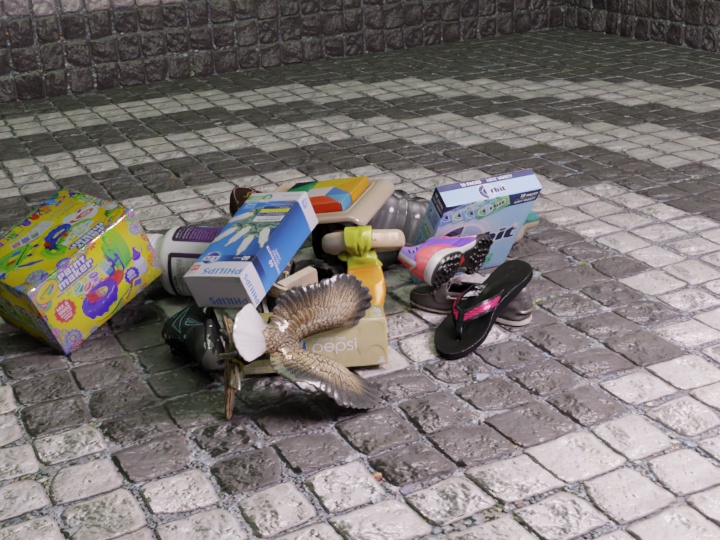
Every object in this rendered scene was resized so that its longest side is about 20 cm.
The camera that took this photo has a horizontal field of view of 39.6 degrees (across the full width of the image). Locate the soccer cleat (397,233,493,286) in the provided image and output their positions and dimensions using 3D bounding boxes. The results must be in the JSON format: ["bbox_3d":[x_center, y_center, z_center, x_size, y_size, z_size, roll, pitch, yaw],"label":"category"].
[{"bbox_3d":[0.133,-0.028,1.494,0.073,0.069,0.199,29,26,25],"label":"soccer cleat"}]

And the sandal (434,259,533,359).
[{"bbox_3d":[0.167,0.043,1.402,0.075,0.045,0.200,21,57,41],"label":"sandal"}]

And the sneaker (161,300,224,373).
[{"bbox_3d":[-0.229,0.100,1.383,0.079,0.076,0.200,-20,18,-7],"label":"sneaker"}]

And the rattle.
[{"bbox_3d":[0.000,0.000,1.524,0.129,0.144,0.200,-19,2,-22],"label":"rattle"}]

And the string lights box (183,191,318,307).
[{"bbox_3d":[-0.152,-0.031,1.420,0.102,0.059,0.200,0,38,30],"label":"string lights box"}]

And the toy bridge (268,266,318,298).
[{"bbox_3d":[-0.089,0.020,1.400,0.067,0.027,0.199,-27,34,-36],"label":"toy bridge"}]

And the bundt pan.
[{"bbox_3d":[0.054,-0.101,1.732,0.200,0.076,0.202,16,10,-3],"label":"bundt pan"}]

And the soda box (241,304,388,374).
[{"bbox_3d":[-0.063,0.093,1.351,0.198,0.068,0.064,-4,14,-2],"label":"soda box"}]

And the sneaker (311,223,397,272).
[{"bbox_3d":[-0.014,-0.042,1.707,0.090,0.077,0.200,-6,27,-35],"label":"sneaker"}]

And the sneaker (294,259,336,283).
[{"bbox_3d":[-0.059,0.015,1.532,0.074,0.083,0.200,-9,22,-15],"label":"sneaker"}]

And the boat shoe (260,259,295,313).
[{"bbox_3d":[-0.118,0.038,1.477,0.060,0.072,0.202,-6,32,-6],"label":"boat shoe"}]

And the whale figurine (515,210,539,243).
[{"bbox_3d":[0.245,-0.114,1.789,0.158,0.105,0.200,8,24,28],"label":"whale figurine"}]

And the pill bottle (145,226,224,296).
[{"bbox_3d":[-0.254,-0.014,1.593,0.198,0.112,0.112,3,22,14],"label":"pill bottle"}]

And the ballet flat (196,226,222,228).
[{"bbox_3d":[-0.196,-0.041,1.731,0.198,0.074,0.073,-2,21,-16],"label":"ballet flat"}]

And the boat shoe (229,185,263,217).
[{"bbox_3d":[-0.172,-0.099,1.693,0.070,0.071,0.200,-12,36,-22],"label":"boat shoe"}]

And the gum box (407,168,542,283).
[{"bbox_3d":[0.175,-0.067,1.570,0.169,0.201,0.045,-12,57,-22],"label":"gum box"}]

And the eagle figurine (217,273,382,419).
[{"bbox_3d":[-0.074,0.091,1.244,0.198,0.153,0.151,-3,29,-1],"label":"eagle figurine"}]

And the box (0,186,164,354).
[{"bbox_3d":[-0.442,-0.006,1.500,0.192,0.123,0.200,18,51,42],"label":"box"}]

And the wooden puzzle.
[{"bbox_3d":[-0.063,-0.114,1.602,0.198,0.038,0.185,1,23,19],"label":"wooden puzzle"}]

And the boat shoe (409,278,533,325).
[{"bbox_3d":[0.165,0.034,1.491,0.199,0.057,0.067,10,25,29],"label":"boat shoe"}]
